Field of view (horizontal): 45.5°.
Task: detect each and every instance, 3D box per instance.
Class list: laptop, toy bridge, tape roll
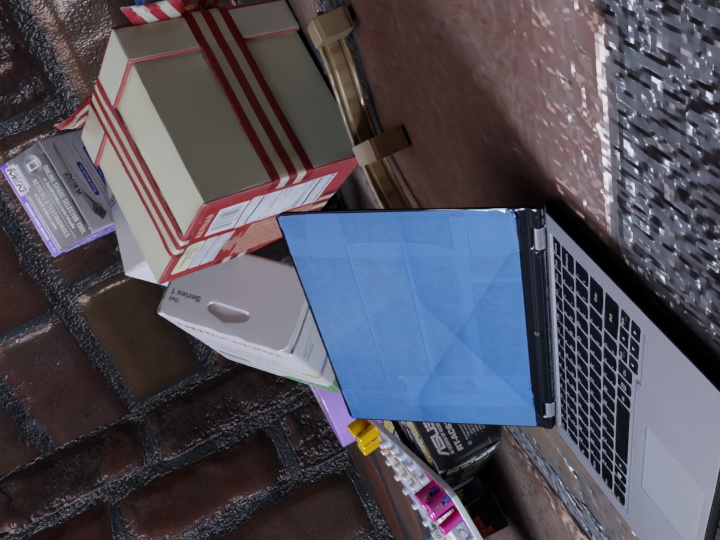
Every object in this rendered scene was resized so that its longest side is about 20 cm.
[{"bbox_3d":[0.066,0.070,0.428,0.200,0.116,0.188,57,169,42],"label":"laptop"},{"bbox_3d":[0.012,-0.087,0.601,0.201,0.027,0.067,66,172,-7],"label":"toy bridge"},{"bbox_3d":[-0.040,0.118,1.084,0.201,0.065,0.200,61,173,13],"label":"tape roll"}]

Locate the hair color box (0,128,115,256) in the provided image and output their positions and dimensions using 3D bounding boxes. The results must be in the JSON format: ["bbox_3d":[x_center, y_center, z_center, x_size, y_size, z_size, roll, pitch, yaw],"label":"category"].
[{"bbox_3d":[-0.291,-0.099,0.958,0.110,0.065,0.200,61,-159,-7],"label":"hair color box"}]

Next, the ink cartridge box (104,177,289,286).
[{"bbox_3d":[-0.175,-0.097,0.934,0.147,0.144,0.201,20,-133,-57],"label":"ink cartridge box"}]

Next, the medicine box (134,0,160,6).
[{"bbox_3d":[-0.249,-0.417,0.980,0.201,0.103,0.182,65,171,-5],"label":"medicine box"}]

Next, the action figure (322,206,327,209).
[{"bbox_3d":[-0.084,-0.073,1.050,0.200,0.054,0.119,28,108,53],"label":"action figure"}]

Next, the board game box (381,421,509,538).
[{"bbox_3d":[0.084,0.217,0.930,0.200,0.057,0.166,93,152,-71],"label":"board game box"}]

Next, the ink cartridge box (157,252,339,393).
[{"bbox_3d":[-0.095,0.051,0.880,0.144,0.084,0.200,15,166,16],"label":"ink cartridge box"}]

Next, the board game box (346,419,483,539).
[{"bbox_3d":[0.073,0.238,0.777,0.200,0.026,0.200,61,167,-19],"label":"board game box"}]

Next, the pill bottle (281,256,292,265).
[{"bbox_3d":[-0.145,-0.036,1.232,0.200,0.109,0.110,-86,-24,-68],"label":"pill bottle"}]

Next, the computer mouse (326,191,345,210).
[{"bbox_3d":[0.000,0.000,0.929,0.059,0.034,0.201,-83,-21,-65],"label":"computer mouse"}]

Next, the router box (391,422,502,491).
[{"bbox_3d":[0.048,0.096,0.781,0.201,0.062,0.150,61,172,21],"label":"router box"}]

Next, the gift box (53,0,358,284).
[{"bbox_3d":[-0.137,-0.119,0.731,0.185,0.199,0.187,-42,72,50],"label":"gift box"}]
